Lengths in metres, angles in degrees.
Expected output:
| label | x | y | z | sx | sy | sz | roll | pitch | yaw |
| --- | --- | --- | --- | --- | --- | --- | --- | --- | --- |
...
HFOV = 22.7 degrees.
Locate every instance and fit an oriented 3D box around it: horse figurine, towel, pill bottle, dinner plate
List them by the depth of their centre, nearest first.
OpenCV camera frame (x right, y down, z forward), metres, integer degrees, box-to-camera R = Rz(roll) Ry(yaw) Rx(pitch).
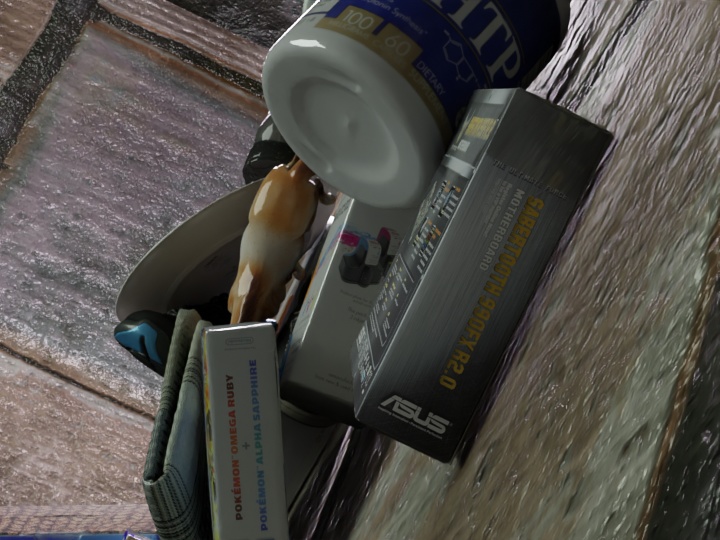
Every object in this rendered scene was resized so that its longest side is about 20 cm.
| label | x | y | z | sx | sy | sz | roll | pitch | yaw |
| --- | --- | --- | --- | --- | --- | --- | --- | --- | --- |
| pill bottle | 0.048 | -0.140 | 1.014 | 0.200 | 0.120 | 0.120 | -49 | -4 | -28 |
| towel | -0.102 | 0.150 | 1.240 | 0.200 | 0.034 | 0.193 | -87 | -14 | -55 |
| horse figurine | -0.055 | -0.021 | 1.285 | 0.133 | 0.050 | 0.201 | -39 | -28 | -74 |
| dinner plate | -0.098 | -0.007 | 1.393 | 0.200 | 0.024 | 0.200 | -30 | -21 | -12 |

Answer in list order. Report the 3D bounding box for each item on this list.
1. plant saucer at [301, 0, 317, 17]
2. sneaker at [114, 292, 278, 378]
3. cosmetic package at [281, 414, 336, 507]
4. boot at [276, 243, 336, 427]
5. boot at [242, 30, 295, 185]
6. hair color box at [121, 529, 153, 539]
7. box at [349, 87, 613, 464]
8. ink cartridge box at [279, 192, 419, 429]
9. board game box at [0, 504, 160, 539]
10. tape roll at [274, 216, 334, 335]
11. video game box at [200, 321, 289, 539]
| label | x | y | z | sx | sy | sz | roll | pitch | yaw |
| --- | --- | --- | --- | --- | --- | --- | --- | --- | --- |
| plant saucer | 0.018 | -0.203 | 1.232 | 0.200 | 0.050 | 0.201 | -168 | 90 | -69 |
| sneaker | -0.124 | 0.048 | 1.370 | 0.082 | 0.073 | 0.200 | -54 | -16 | 0 |
| cosmetic package | -0.080 | 0.144 | 1.393 | 0.051 | 0.082 | 0.200 | -73 | 8 | -50 |
| boot | 0.000 | 0.000 | 1.249 | 0.200 | 0.073 | 0.151 | -59 | -7 | -51 |
| boot | -0.052 | -0.103 | 1.477 | 0.200 | 0.069 | 0.132 | 111 | 174 | -68 |
| hair color box | -0.167 | 0.307 | 1.334 | 0.065 | 0.109 | 0.201 | 143 | 151 | -81 |
| box | 0.050 | -0.006 | 0.850 | 0.159 | 0.048 | 0.200 | -64 | 4 | 4 |
| ink cartridge box | 0.011 | -0.008 | 1.126 | 0.115 | 0.068 | 0.201 | 135 | 155 | -78 |
| board game box | -0.235 | 0.296 | 1.437 | 0.097 | 0.159 | 0.201 | -112 | 22 | -85 |
| tape roll | -0.040 | 0.058 | 1.497 | 0.200 | 0.066 | 0.201 | -90 | 26 | -79 |
| video game box | -0.070 | 0.124 | 1.089 | 0.200 | 0.047 | 0.183 | 161 | 103 | -84 |
